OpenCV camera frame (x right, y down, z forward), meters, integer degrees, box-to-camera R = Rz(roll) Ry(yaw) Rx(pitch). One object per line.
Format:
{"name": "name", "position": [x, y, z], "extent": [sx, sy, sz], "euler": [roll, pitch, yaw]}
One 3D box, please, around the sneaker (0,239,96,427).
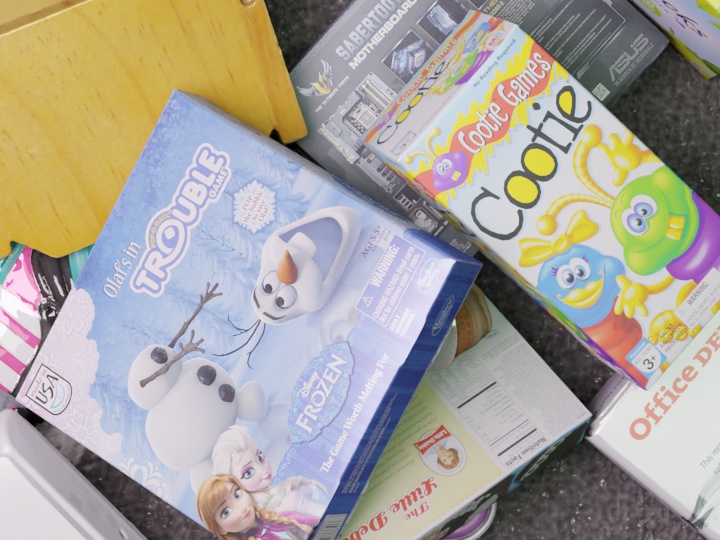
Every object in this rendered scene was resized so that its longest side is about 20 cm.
{"name": "sneaker", "position": [-0.175, 0.048, 1.560], "extent": [0.120, 0.084, 0.201], "euler": [0, 89, 6]}

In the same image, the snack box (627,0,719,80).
{"name": "snack box", "position": [0.164, -0.205, 1.533], "extent": [0.200, 0.169, 0.068], "euler": [41, 87, -3]}

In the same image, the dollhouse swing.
{"name": "dollhouse swing", "position": [-0.168, -0.140, 1.551], "extent": [0.200, 0.176, 0.182], "euler": [-23, 120, -8]}

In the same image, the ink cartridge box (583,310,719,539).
{"name": "ink cartridge box", "position": [0.248, 0.102, 1.582], "extent": [0.200, 0.083, 0.147], "euler": [40, 88, -4]}

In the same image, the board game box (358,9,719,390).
{"name": "board game box", "position": [0.113, -0.042, 1.515], "extent": [0.200, 0.103, 0.105], "euler": [41, 90, -15]}

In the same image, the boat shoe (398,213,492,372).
{"name": "boat shoe", "position": [0.000, 0.000, 1.535], "extent": [0.068, 0.200, 0.075], "euler": [-13, 127, -28]}

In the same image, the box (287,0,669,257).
{"name": "box", "position": [0.060, -0.116, 1.586], "extent": [0.158, 0.051, 0.200], "euler": [42, 89, -3]}

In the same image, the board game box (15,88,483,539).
{"name": "board game box", "position": [-0.064, 0.035, 1.456], "extent": [0.199, 0.043, 0.200], "euler": [31, 99, 24]}

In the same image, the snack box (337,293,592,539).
{"name": "snack box", "position": [0.020, 0.100, 1.520], "extent": [0.200, 0.037, 0.116], "euler": [-32, 69, -24]}

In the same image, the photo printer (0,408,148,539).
{"name": "photo printer", "position": [-0.225, 0.194, 1.528], "extent": [0.200, 0.069, 0.166], "euler": [-36, 113, 14]}

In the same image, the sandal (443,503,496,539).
{"name": "sandal", "position": [0.018, 0.074, 1.584], "extent": [0.082, 0.050, 0.203], "euler": [-38, 91, -5]}
